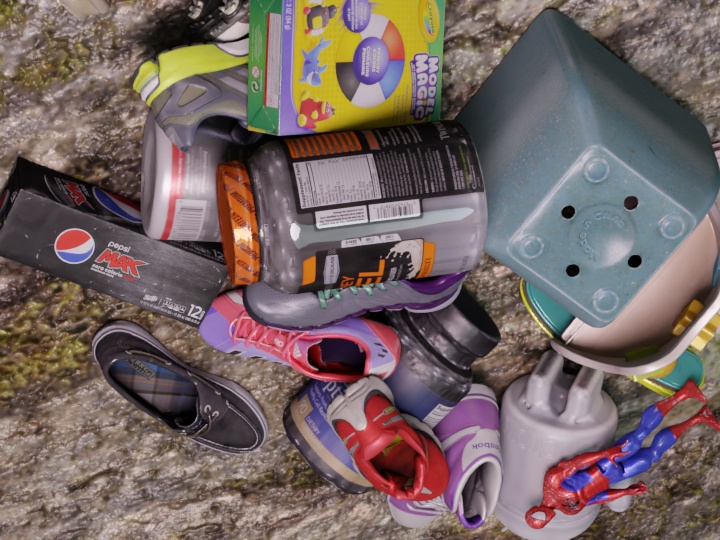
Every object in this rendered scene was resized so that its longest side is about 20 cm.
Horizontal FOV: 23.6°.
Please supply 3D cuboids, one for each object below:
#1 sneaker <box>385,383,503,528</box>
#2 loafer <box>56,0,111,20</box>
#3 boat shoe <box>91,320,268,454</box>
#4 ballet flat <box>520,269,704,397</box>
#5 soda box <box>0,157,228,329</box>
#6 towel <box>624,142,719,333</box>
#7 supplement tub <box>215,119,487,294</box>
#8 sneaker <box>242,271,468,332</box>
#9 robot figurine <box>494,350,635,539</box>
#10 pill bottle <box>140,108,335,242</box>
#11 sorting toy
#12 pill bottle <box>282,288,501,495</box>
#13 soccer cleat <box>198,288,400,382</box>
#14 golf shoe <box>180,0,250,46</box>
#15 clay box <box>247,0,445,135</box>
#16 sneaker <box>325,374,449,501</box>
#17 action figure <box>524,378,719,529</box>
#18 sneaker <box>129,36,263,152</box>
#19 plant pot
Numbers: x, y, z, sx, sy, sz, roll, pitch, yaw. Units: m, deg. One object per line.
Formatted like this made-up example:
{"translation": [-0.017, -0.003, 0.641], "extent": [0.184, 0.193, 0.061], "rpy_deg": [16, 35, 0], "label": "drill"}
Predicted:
{"translation": [0.078, 0.211, 1.636], "extent": [0.072, 0.115, 0.201], "rpy_deg": [6, 138, -18], "label": "sneaker"}
{"translation": [-0.281, -0.257, 1.332], "extent": [0.200, 0.076, 0.068], "rpy_deg": [39, 107, -19], "label": "loafer"}
{"translation": [-0.161, 0.119, 1.576], "extent": [0.070, 0.066, 0.200], "rpy_deg": [-42, 120, 12], "label": "boat shoe"}
{"translation": [0.232, 0.063, 1.629], "extent": [0.199, 0.067, 0.067], "rpy_deg": [31, 79, -1], "label": "ballet flat"}
{"translation": [-0.215, -0.023, 1.484], "extent": [0.199, 0.063, 0.071], "rpy_deg": [21, 112, -24], "label": "soda box"}
{"translation": [0.332, -0.025, 1.628], "extent": [0.190, 0.032, 0.201], "rpy_deg": [-16, 121, -3], "label": "towel"}
{"translation": [-0.009, -0.048, 1.353], "extent": [0.199, 0.123, 0.123], "rpy_deg": [-8, 121, -10], "label": "supplement tub"}
{"translation": [0.000, 0.000, 1.461], "extent": [0.199, 0.075, 0.088], "rpy_deg": [-9, 164, -19], "label": "sneaker"}
{"translation": [0.184, 0.179, 1.662], "extent": [0.169, 0.113, 0.201], "rpy_deg": [17, 120, 20], "label": "robot figurine"}
{"translation": [-0.080, -0.079, 1.453], "extent": [0.199, 0.114, 0.114], "rpy_deg": [2, 119, -15], "label": "pill bottle"}
{"translation": [0.272, 0.032, 1.497], "extent": [0.107, 0.180, 0.200], "rpy_deg": [39, 96, -2], "label": "sorting toy"}
{"translation": [0.031, 0.102, 1.584], "extent": [0.112, 0.112, 0.200], "rpy_deg": [36, 106, -28], "label": "pill bottle"}
{"translation": [-0.061, 0.060, 1.517], "extent": [0.199, 0.076, 0.067], "rpy_deg": [11, 105, 20], "label": "soccer cleat"}
{"translation": [-0.055, -0.232, 1.397], "extent": [0.200, 0.077, 0.088], "rpy_deg": [-37, 130, 11], "label": "golf shoe"}
{"translation": [0.001, -0.172, 1.383], "extent": [0.199, 0.047, 0.116], "rpy_deg": [-9, 106, -39], "label": "clay box"}
{"translation": [0.031, 0.169, 1.495], "extent": [0.077, 0.085, 0.200], "rpy_deg": [-36, 145, 5], "label": "sneaker"}
{"translation": [0.237, 0.178, 1.585], "extent": [0.199, 0.052, 0.066], "rpy_deg": [-33, 127, 4], "label": "action figure"}
{"translation": [-0.084, -0.145, 1.394], "extent": [0.199, 0.081, 0.074], "rpy_deg": [-17, 169, -25], "label": "sneaker"}
{"translation": [0.185, -0.065, 1.455], "extent": [0.196, 0.200, 0.196], "rpy_deg": [35, 108, -17], "label": "plant pot"}
